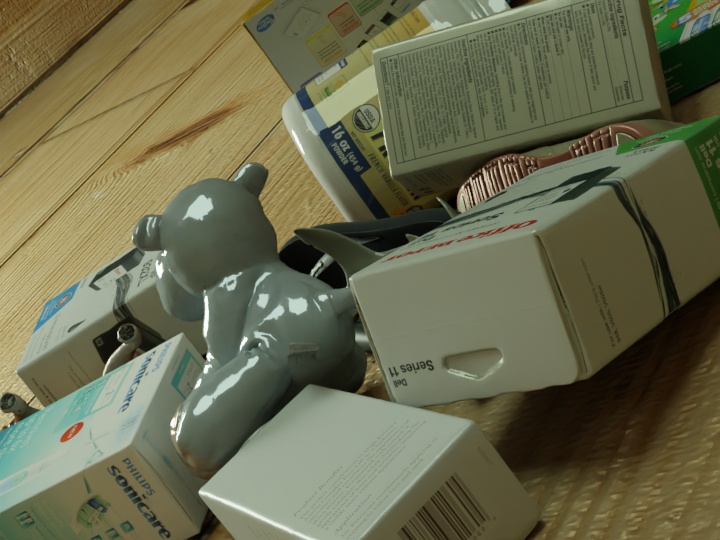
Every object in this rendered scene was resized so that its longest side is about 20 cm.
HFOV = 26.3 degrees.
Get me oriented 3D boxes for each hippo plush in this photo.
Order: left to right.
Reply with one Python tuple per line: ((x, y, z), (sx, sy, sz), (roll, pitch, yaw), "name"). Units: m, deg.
((-0.089, 0.028, 1.002), (0.159, 0.161, 0.200), (-35, -16, -20), "hippo plush")

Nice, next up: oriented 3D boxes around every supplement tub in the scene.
((0.052, -0.130, 1.248), (0.199, 0.145, 0.145), (-35, 19, 6), "supplement tub")

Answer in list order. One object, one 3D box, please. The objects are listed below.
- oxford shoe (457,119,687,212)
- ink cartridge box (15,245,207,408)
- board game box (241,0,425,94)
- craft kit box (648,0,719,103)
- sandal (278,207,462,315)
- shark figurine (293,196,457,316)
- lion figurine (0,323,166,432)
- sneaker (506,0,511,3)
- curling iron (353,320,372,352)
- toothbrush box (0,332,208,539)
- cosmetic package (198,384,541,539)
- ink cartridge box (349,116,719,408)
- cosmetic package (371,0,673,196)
((0.148, -0.057, 1.064), (0.073, 0.071, 0.199), (-19, 4, -39), "oxford shoe")
((-0.193, 0.038, 1.371), (0.199, 0.084, 0.145), (-32, 19, 13), "ink cartridge box")
((0.013, -0.181, 1.350), (0.152, 0.201, 0.040), (-33, 19, 8), "board game box")
((0.294, -0.216, 1.190), (0.199, 0.049, 0.198), (-27, 19, 25), "craft kit box")
((0.000, -0.001, 1.142), (0.199, 0.076, 0.043), (-19, 25, 41), "sandal")
((0.052, -0.011, 1.029), (0.128, 0.090, 0.214), (-37, 30, -14), "shark figurine")
((-0.234, 0.121, 1.278), (0.198, 0.073, 0.123), (-22, -23, -4), "lion figurine")
((0.095, -0.302, 1.670), (0.199, 0.082, 0.073), (-12, 29, 48), "sneaker")
((-0.013, 0.056, 1.117), (0.199, 0.025, 0.050), (-4, 58, 49), "curling iron")
((-0.197, 0.153, 1.115), (0.199, 0.086, 0.147), (-27, 21, 23), "toothbrush box")
((-0.001, 0.129, 0.853), (0.102, 0.074, 0.200), (-42, 18, -18), "cosmetic package")
((0.112, -0.005, 0.867), (0.146, 0.084, 0.199), (-15, 11, 45), "ink cartridge box")
((0.116, -0.130, 1.109), (0.198, 0.105, 0.073), (-12, -13, 17), "cosmetic package")
